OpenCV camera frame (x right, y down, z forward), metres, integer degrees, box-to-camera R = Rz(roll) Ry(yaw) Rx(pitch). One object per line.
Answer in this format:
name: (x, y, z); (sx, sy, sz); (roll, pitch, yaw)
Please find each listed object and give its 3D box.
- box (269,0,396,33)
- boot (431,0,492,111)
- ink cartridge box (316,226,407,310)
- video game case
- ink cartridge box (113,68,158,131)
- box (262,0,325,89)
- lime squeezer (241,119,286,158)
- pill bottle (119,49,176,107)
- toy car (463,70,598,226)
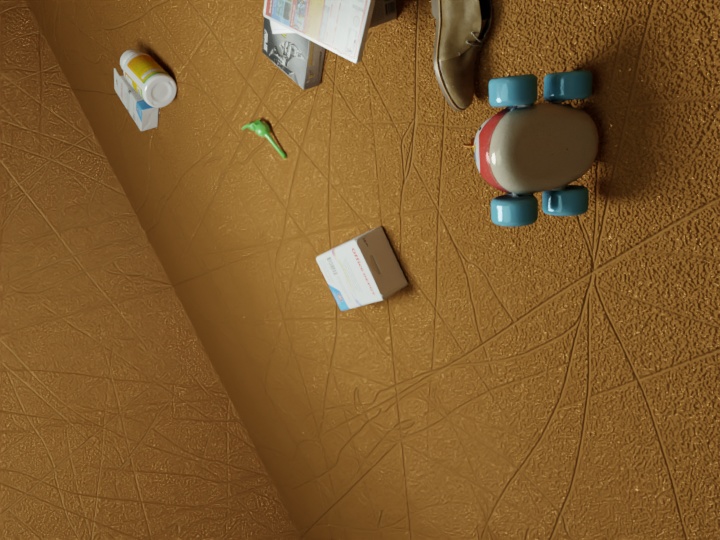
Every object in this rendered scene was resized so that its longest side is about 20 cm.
box: (-0.054, -0.465, 0.981); (0.199, 0.112, 0.102); (14, 126, 33)
boot: (0.155, -0.338, 0.862); (0.075, 0.073, 0.202); (11, 121, 40)
ink cartridge box: (0.000, 0.000, 1.325); (0.200, 0.084, 0.146); (-19, 97, 60)
video game case: (-0.066, -0.436, 0.916); (0.199, 0.017, 0.144); (32, 133, 17)
ink cartridge box: (-0.789, -0.609, 2.045); (0.201, 0.066, 0.116); (56, 148, 11)
box: (-0.133, -0.498, 1.178); (0.159, 0.048, 0.201); (47, 146, 24)
lime squeezer: (-0.257, -0.358, 1.492); (0.200, 0.038, 0.071); (37, 171, 35)
pill bottle: (-0.676, -0.613, 1.832); (0.200, 0.111, 0.112); (46, 145, 26)
toy car: (0.208, -0.175, 0.824); (0.200, 0.175, 0.186); (-155, 56, -62)
